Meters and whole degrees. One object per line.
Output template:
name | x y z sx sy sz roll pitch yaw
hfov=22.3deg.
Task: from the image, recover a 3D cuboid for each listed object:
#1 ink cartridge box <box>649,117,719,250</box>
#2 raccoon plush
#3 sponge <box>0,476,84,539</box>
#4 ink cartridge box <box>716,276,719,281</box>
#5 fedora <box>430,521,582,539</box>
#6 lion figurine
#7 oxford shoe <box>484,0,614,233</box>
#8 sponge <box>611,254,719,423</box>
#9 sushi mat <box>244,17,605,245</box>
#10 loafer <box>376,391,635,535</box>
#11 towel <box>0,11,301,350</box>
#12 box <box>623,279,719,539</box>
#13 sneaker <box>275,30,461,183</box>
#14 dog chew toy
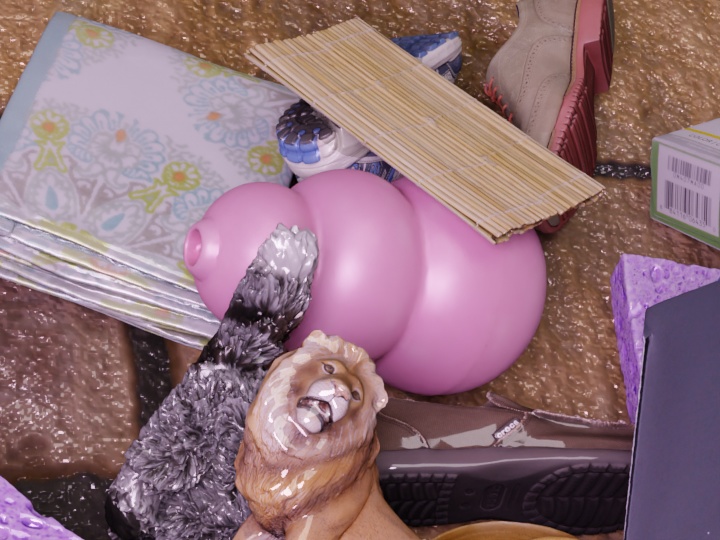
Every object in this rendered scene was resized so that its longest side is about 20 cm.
ink cartridge box | 0.292 -0.067 1.166 0.200 0.059 0.104 -16 28 -30
raccoon plush | -0.034 0.096 0.875 0.134 0.200 0.097 31 22 9
sponge | -0.126 0.169 0.820 0.200 0.112 0.030 35 47 11
ink cartridge box | 0.276 0.003 1.047 0.200 0.094 0.044 -20 60 -32
fedora | 0.097 0.197 0.891 0.200 0.082 0.201 9 50 -11
lion figurine | 0.004 0.133 0.832 0.123 0.072 0.200 -49 115 -26
oxford shoe | 0.115 -0.102 1.172 0.075 0.071 0.200 2 47 18
sponge | 0.251 0.055 1.088 0.199 0.030 0.112 8 49 -12
sushi mat | 0.034 -0.080 1.000 0.096 0.012 0.200 -20 48 -43
loafer | 0.087 0.093 0.981 0.199 0.073 0.071 4 50 -16
towel | -0.128 -0.056 1.052 0.171 0.048 0.200 20 48 -6
box | 0.232 0.131 0.911 0.200 0.117 0.197 44 40 -30
sneaker | 0.011 -0.084 1.106 0.077 0.085 0.200 -2 26 29
dog chew toy | 0.000 0.000 0.979 0.200 0.125 0.125 9 48 -29
